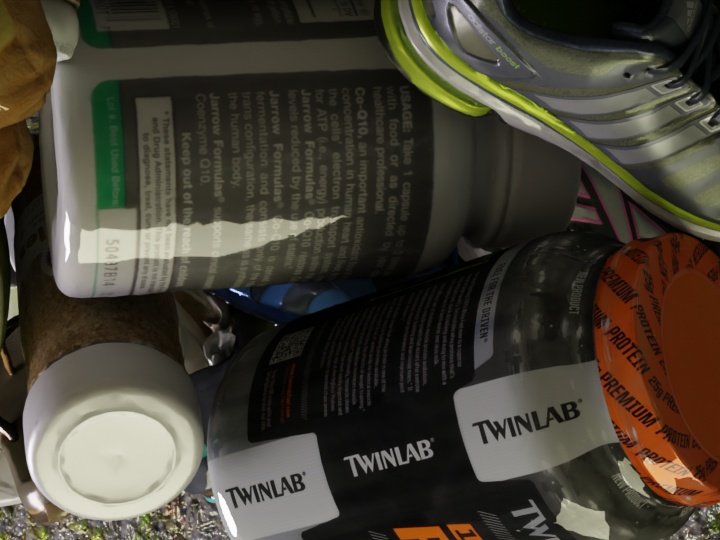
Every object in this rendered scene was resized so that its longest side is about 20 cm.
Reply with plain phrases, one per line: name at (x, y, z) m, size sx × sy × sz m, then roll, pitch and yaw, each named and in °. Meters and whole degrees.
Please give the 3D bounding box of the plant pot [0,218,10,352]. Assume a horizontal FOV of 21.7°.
plant pot at (-0.229, -0.006, 0.825) m, size 0.185 × 0.189 × 0.200 m, roll -5°, pitch -170°, yaw 2°

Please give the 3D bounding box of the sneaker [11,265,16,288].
sneaker at (-0.243, -0.033, 1.014) m, size 0.199 × 0.079 × 0.090 m, roll 14°, pitch 164°, yaw -41°

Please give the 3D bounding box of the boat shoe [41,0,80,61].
boat shoe at (-0.191, -0.063, 0.658) m, size 0.198 × 0.069 × 0.075 m, roll -7°, pitch 174°, yaw 11°

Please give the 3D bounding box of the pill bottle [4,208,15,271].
pill bottle at (-0.105, -0.019, 1.022) m, size 0.119 × 0.121 × 0.200 m, roll -7°, pitch 176°, yaw 18°

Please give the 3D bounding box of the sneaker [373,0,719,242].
sneaker at (0.105, -0.068, 0.650) m, size 0.199 × 0.074 × 0.081 m, roll 20°, pitch 161°, yaw -13°

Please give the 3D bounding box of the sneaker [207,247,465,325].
sneaker at (0.000, 0.000, 0.872) m, size 0.199 × 0.079 × 0.066 m, roll 21°, pitch -173°, yaw 36°

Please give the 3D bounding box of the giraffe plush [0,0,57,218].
giraffe plush at (-0.192, -0.006, 0.519) m, size 0.198 × 0.163 × 0.173 m, roll 9°, pitch 147°, yaw -17°

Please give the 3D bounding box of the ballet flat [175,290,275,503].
ballet flat at (-0.076, 0.039, 0.885) m, size 0.072 × 0.074 × 0.200 m, roll -5°, pitch -162°, yaw -4°

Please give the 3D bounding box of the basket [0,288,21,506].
basket at (-0.263, 0.038, 1.121) m, size 0.134 × 0.202 × 0.123 m, roll -5°, pitch -178°, yaw -6°

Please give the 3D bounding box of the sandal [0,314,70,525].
sandal at (-0.147, 0.051, 0.849) m, size 0.080 × 0.054 × 0.200 m, roll -43°, pitch -157°, yaw -2°

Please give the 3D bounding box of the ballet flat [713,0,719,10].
ballet flat at (0.188, -0.093, 0.741) m, size 0.068 × 0.069 × 0.199 m, roll -9°, pitch 174°, yaw 44°

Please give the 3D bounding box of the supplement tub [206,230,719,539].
supplement tub at (0.048, 0.058, 0.722) m, size 0.199 × 0.124 × 0.122 m, roll -19°, pitch 168°, yaw 37°

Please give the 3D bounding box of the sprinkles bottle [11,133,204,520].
sprinkles bottle at (-0.110, 0.015, 0.783) m, size 0.068 × 0.069 × 0.201 m, roll -4°, pitch -145°, yaw -11°

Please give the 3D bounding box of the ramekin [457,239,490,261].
ramekin at (0.127, -0.019, 1.004) m, size 0.199 × 0.105 × 0.200 m, roll -33°, pitch 176°, yaw -3°

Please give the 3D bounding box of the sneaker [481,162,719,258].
sneaker at (0.090, -0.040, 0.858) m, size 0.200 × 0.086 × 0.080 m, roll 45°, pitch 168°, yaw -21°

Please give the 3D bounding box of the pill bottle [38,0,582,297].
pill bottle at (-0.022, -0.051, 0.729) m, size 0.198 × 0.114 × 0.113 m, roll -3°, pitch 176°, yaw -13°
